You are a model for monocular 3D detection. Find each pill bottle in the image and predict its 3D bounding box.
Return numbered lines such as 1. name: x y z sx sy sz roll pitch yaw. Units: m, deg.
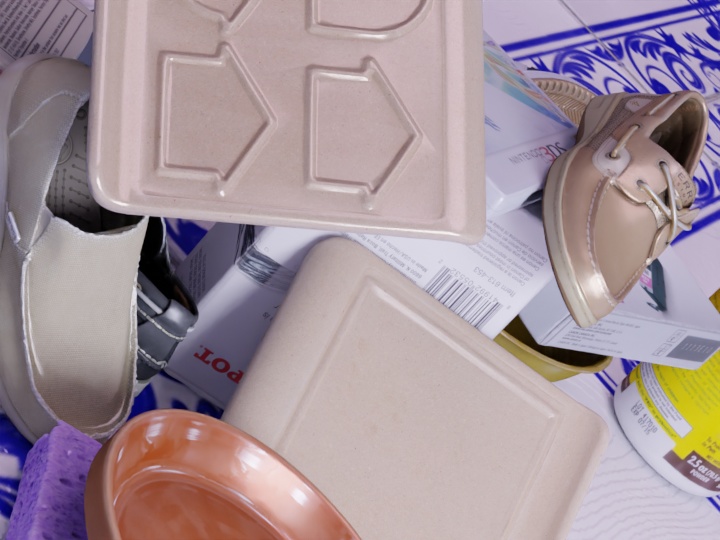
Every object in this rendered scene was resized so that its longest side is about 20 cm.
1. pill bottle: 0.280 0.060 1.635 0.109 0.200 0.109 35 25 -19

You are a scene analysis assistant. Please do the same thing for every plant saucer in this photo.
1. plant saucer: -0.049 0.152 1.061 0.200 0.032 0.200 39 23 -21

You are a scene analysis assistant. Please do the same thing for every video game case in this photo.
1. video game case: 0.036 -0.115 1.261 0.200 0.022 0.182 47 22 10

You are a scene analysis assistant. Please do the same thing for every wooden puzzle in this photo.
1. wooden puzzle: 0.018 0.109 1.232 0.200 0.037 0.185 34 68 -17
2. wooden puzzle: -0.036 -0.103 1.143 0.200 0.046 0.185 7 68 -16

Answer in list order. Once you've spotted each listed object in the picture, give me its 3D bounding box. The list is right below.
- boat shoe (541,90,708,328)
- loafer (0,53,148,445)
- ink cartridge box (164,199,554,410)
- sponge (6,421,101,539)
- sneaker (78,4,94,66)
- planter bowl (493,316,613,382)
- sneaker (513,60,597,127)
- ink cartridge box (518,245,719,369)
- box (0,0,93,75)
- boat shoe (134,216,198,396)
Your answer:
1. boat shoe: 0.145 -0.043 1.242 0.071 0.064 0.200 65 27 -27
2. loafer: -0.141 -0.007 1.133 0.076 0.068 0.200 -8 94 -40
3. ink cartridge box: 0.000 0.000 1.292 0.145 0.200 0.084 34 23 -20
4. sponge: -0.112 0.159 1.044 0.112 0.030 0.200 36 24 -17
5. sneaker: -0.121 -0.110 1.412 0.079 0.079 0.200 31 15 28
6. planter bowl: 0.065 0.016 1.512 0.200 0.083 0.200 35 25 -19
7. sneaker: 0.068 -0.126 1.546 0.200 0.070 0.109 5 32 -36
8. ink cartridge box: 0.141 -0.019 1.534 0.200 0.044 0.174 11 41 -52
9. box: -0.256 -0.136 1.220 0.200 0.109 0.128 39 24 -11
10. boat shoe: -0.131 -0.019 1.281 0.072 0.068 0.200 25 28 -33
